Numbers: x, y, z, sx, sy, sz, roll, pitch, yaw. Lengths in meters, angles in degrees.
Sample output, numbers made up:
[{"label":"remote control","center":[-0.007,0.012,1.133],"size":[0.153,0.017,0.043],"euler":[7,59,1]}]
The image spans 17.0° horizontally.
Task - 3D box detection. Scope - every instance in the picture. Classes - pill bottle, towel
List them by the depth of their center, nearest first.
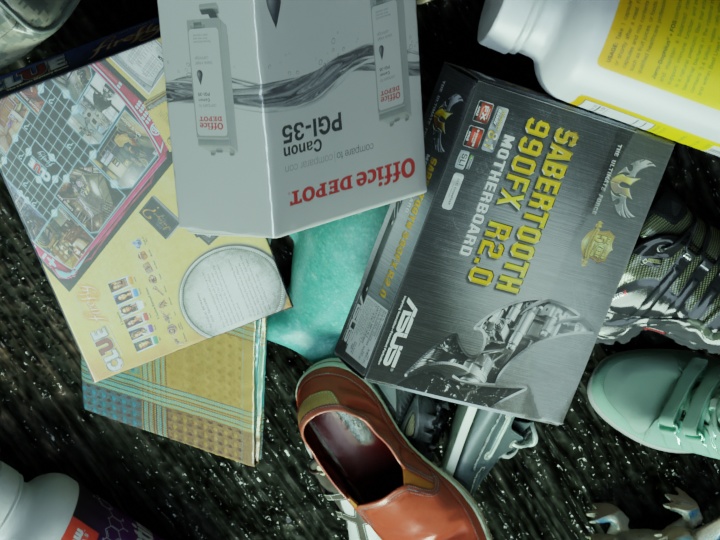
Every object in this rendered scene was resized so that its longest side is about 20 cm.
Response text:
[{"label":"pill bottle","center":[0.177,-0.140,1.471],"size":[0.200,0.104,0.104],"euler":[19,124,-9]},{"label":"towel","center":[-0.129,0.035,1.642],"size":[0.146,0.022,0.200],"euler":[18,129,19]},{"label":"pill bottle","center":[-0.203,0.223,1.746],"size":[0.200,0.113,0.112],"euler":[36,120,-19]}]

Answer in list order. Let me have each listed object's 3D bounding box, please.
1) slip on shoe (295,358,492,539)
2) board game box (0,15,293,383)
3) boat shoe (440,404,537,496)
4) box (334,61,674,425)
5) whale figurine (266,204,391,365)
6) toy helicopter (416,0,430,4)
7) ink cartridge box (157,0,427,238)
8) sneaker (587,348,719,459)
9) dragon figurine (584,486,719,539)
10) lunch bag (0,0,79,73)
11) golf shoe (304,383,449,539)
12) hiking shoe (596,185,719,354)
[{"label":"slip on shoe","center":[0.021,0.150,1.627],"size":[0.074,0.061,0.200],"euler":[-29,109,22]},{"label":"board game box","center":[-0.137,-0.043,1.454],"size":[0.135,0.035,0.200],"euler":[-21,118,-2]},{"label":"boat shoe","center":[0.096,0.107,1.667],"size":[0.062,0.073,0.200],"euler":[15,119,-1]},{"label":"box","center":[0.090,-0.014,1.508],"size":[0.158,0.048,0.200],"euler":[16,102,-31]},{"label":"whale figurine","center":[0.000,0.000,1.582],"size":[0.159,0.104,0.200],"euler":[30,124,-16]},{"label":"toy helicopter","center":[0.069,-0.247,1.420],"size":[0.132,0.079,0.200],"euler":[39,111,3]},{"label":"ink cartridge box","center":[-0.038,-0.130,1.404],"size":[0.083,0.146,0.201],"euler":[7,107,41]},{"label":"sneaker","center":[0.235,0.082,1.587],"size":[0.200,0.074,0.118],"euler":[16,165,25]},{"label":"dragon figurine","center":[0.222,0.215,1.737],"size":[0.199,0.059,0.100],"euler":[-12,124,17]},{"label":"lunch bag","center":[-0.275,-0.204,1.446],"size":[0.200,0.140,0.168],"euler":[42,135,-19]},{"label":"golf shoe","center":[0.003,0.147,1.709],"size":[0.094,0.078,0.200],"euler":[16,118,7]},{"label":"hiking shoe","center":[0.218,-0.003,1.579],"size":[0.199,0.076,0.101],"euler":[-1,128,7]}]
